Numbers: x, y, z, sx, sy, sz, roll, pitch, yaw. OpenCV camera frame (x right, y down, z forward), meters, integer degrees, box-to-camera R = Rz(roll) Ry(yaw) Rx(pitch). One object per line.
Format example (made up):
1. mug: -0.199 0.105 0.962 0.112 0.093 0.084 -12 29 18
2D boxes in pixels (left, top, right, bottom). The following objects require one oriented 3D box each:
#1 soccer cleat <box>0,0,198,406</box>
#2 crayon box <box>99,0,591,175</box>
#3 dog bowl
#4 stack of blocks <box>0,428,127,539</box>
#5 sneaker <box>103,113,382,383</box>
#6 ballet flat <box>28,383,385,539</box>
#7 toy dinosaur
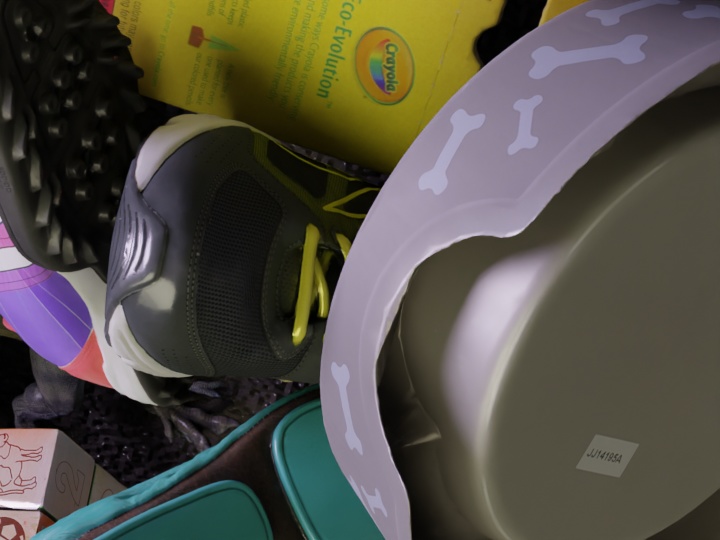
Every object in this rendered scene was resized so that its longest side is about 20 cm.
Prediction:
1. soccer cleat: -0.097 -0.024 0.715 0.073 0.068 0.200 13 154 19
2. crayon box: -0.033 -0.101 0.687 0.200 0.051 0.127 19 138 -1
3. dog bowl: 0.074 0.011 0.681 0.059 0.200 0.200 40 153 39
4. stack of blocks: -0.121 0.123 0.901 0.115 0.059 0.200 -1 153 22
5. sneaker: 0.000 0.000 0.708 0.085 0.075 0.200 9 -179 27
6. ballet flat: -0.039 0.082 0.813 0.070 0.200 0.067 -17 94 53
7. toy dinosaur: -0.095 0.031 0.856 0.200 0.047 0.088 0 132 25
